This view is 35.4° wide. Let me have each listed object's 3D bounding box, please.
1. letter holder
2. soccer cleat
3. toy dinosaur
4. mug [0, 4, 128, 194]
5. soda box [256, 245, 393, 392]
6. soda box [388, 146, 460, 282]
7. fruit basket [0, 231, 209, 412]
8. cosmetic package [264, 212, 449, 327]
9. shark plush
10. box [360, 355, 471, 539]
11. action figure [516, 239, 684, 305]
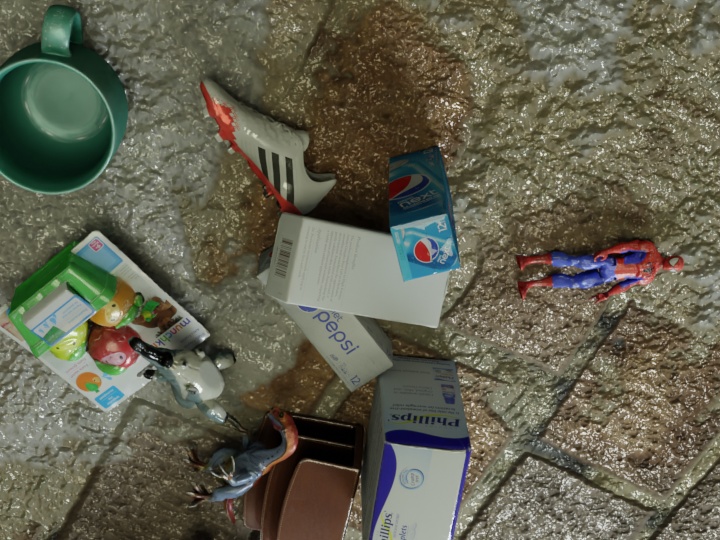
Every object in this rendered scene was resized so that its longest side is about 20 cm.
[{"bbox_3d":[-0.085,0.301,1.491,0.141,0.101,0.201,12,116,-3],"label":"letter holder"},{"bbox_3d":[-0.106,-0.149,1.288,0.085,0.069,0.200,-34,115,7],"label":"soccer cleat"},{"bbox_3d":[-0.143,0.241,1.462,0.181,0.106,0.200,-16,148,20],"label":"toy dinosaur"},{"bbox_3d":[-0.323,-0.186,1.240,0.152,0.115,0.185,41,109,-18],"label":"mug"},{"bbox_3d":[-0.041,0.049,1.383,0.068,0.064,0.200,-33,112,14],"label":"soda box"},{"bbox_3d":[0.069,-0.067,1.249,0.064,0.200,0.068,-13,115,7],"label":"soda box"},{"bbox_3d":[-0.317,0.072,1.374,0.185,0.094,0.200,-35,114,15],"label":"fruit basket"},{"bbox_3d":[0.000,0.000,1.309,0.199,0.074,0.102,12,93,-27],"label":"cosmetic package"},{"bbox_3d":[-0.226,0.136,1.378,0.083,0.200,0.091,-3,76,20],"label":"shark plush"},{"bbox_3d":[0.064,0.234,1.399,0.104,0.200,0.185,6,117,-4],"label":"box"},{"bbox_3d":[0.292,0.000,1.369,0.199,0.052,0.066,-7,113,1],"label":"action figure"}]
